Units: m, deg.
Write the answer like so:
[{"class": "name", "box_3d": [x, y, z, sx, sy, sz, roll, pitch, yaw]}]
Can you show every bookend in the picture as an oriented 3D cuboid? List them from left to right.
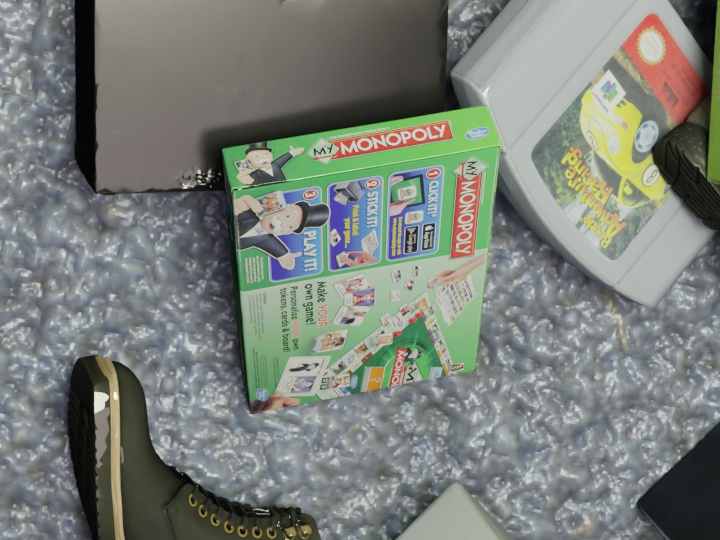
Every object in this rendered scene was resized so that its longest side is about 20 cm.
[{"class": "bookend", "box_3d": [-0.045, -0.147, 0.894, 0.196, 0.092, 0.202, -3, 104, -15]}]

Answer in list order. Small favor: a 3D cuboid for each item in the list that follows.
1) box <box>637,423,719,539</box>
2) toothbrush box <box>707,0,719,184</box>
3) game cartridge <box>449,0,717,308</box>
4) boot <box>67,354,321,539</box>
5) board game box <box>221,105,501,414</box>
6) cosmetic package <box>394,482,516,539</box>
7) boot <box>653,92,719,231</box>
[{"class": "box", "box_3d": [0.311, 0.157, 1.054, 0.200, 0.117, 0.197, -44, 110, 2]}, {"class": "toothbrush box", "box_3d": [0.261, -0.139, 0.881, 0.144, 0.086, 0.203, -1, 98, -15]}, {"class": "game cartridge", "box_3d": [0.138, -0.074, 0.958, 0.133, 0.041, 0.200, -47, 125, -4]}, {"class": "boot", "box_3d": [-0.085, 0.128, 0.976, 0.137, 0.078, 0.202, -11, 121, -15]}, {"class": "board game box", "box_3d": [0.000, 0.000, 0.915, 0.133, 0.029, 0.201, -11, 144, -9]}, {"class": "cosmetic package", "box_3d": [0.080, 0.266, 0.981, 0.167, 0.166, 0.200, -44, 122, 2]}, {"class": "boot", "box_3d": [0.263, -0.042, 0.964, 0.131, 0.068, 0.200, -43, 107, -10]}]
